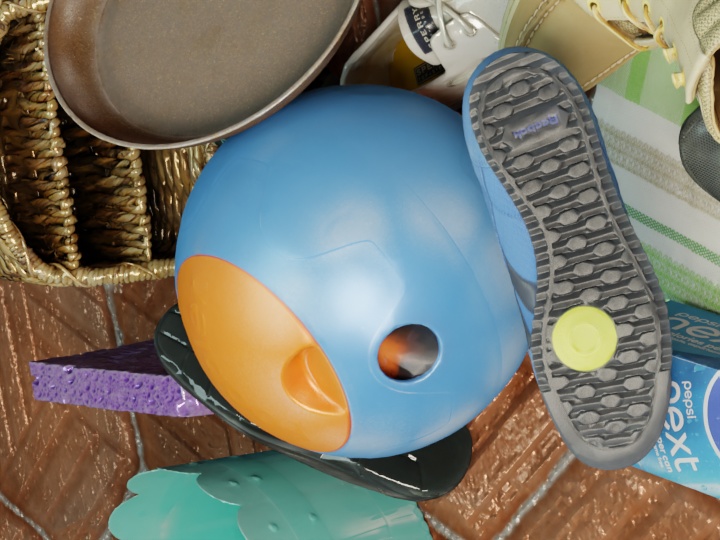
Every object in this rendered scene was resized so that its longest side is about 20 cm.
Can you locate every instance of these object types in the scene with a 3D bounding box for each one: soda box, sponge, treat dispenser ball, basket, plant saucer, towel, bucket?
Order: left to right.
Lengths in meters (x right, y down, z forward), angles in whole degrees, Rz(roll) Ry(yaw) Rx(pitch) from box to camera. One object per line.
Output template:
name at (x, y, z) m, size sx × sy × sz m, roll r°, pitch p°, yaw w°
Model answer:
basket at (-0.190, -0.091, 1.425) m, size 0.149 × 0.142 × 0.201 m, roll 7°, pitch 105°, yaw 53°
sponge at (-0.124, 0.070, 1.404) m, size 0.200 × 0.111 × 0.030 m, roll 1°, pitch 98°, yaw 53°
plant saucer at (-0.079, -0.147, 1.143) m, size 0.200 × 0.032 × 0.201 m, roll -13°, pitch 58°, yaw 21°
bucket at (-0.052, 0.205, 1.323) m, size 0.207 × 0.135 × 0.208 m, roll 18°, pitch 113°, yaw 51°
treat dispenser ball at (0.000, 0.000, 1.144) m, size 0.201 × 0.200 × 0.202 m, roll 18°, pitch 113°, yaw 50°
towel at (0.164, -0.015, 1.072) m, size 0.149 × 0.031 × 0.201 m, roll 35°, pitch 123°, yaw 41°
soda box at (0.203, 0.075, 0.978) m, size 0.200 × 0.068 × 0.064 m, roll 18°, pitch 113°, yaw 40°

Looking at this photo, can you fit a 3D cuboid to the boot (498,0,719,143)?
boot at (0.142, -0.109, 0.971) m, size 0.200 × 0.073 × 0.156 m, roll -42°, pitch 37°, yaw 33°

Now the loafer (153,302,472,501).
loafer at (-0.033, 0.084, 1.253) m, size 0.200 × 0.073 × 0.072 m, roll 30°, pitch 158°, yaw 4°

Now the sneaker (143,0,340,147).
sneaker at (-0.070, -0.106, 1.263) m, size 0.079 × 0.075 × 0.200 m, roll -16°, pitch 123°, yaw 48°

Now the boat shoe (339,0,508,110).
boat shoe at (0.055, -0.134, 1.145) m, size 0.200 × 0.070 × 0.071 m, roll -28°, pitch 76°, yaw 53°

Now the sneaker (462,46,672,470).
sneaker at (0.098, -0.008, 0.991) m, size 0.078 × 0.066 × 0.201 m, roll -45°, pitch -62°, yaw -86°

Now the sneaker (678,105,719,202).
sneaker at (0.216, -0.036, 0.927) m, size 0.200 × 0.084 × 0.075 m, roll 22°, pitch 115°, yaw 38°
